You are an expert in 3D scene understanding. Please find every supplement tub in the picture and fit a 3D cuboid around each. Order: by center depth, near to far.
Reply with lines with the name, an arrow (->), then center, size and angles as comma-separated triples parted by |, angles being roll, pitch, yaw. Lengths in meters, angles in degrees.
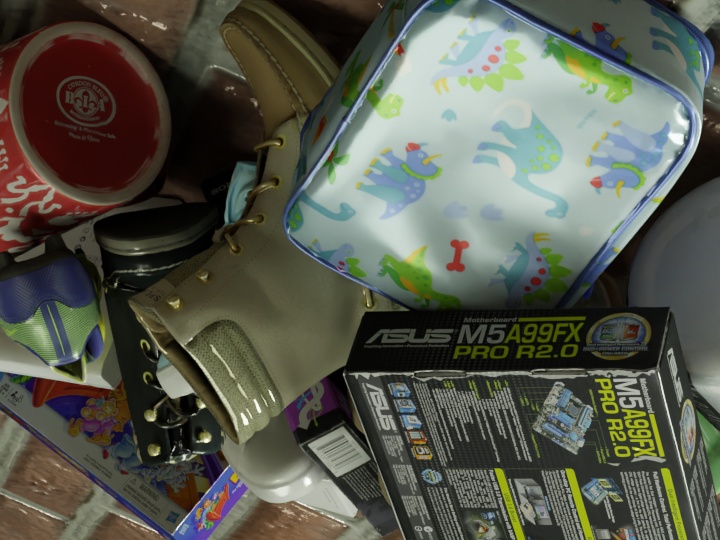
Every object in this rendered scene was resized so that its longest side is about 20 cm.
supplement tub -> 0.232, 0.043, 1.245 | 0.122, 0.123, 0.200 | 4, 156, 38

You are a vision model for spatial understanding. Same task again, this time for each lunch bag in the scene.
lunch bag -> 0.066, -0.061, 1.143 | 0.160, 0.083, 0.200 | 26, 132, -10

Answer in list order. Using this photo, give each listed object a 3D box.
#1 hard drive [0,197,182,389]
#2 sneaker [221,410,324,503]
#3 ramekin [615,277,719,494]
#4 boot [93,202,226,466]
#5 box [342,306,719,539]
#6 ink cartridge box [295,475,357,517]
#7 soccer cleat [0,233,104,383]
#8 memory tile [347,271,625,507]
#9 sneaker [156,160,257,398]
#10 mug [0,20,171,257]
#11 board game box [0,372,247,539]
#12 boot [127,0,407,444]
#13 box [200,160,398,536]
hard drive -> -0.218, 0.005, 1.578 | 0.199, 0.132, 0.027 | 7, 154, 33
sneaker -> -0.076, 0.056, 1.508 | 0.073, 0.200, 0.085 | -27, 138, 8
ramekin -> 0.117, 0.088, 1.366 | 0.200, 0.200, 0.098 | -10, 113, 53
boot -> -0.112, 0.039, 1.419 | 0.073, 0.154, 0.204 | -9, -178, -6
box -> 0.094, 0.104, 1.205 | 0.160, 0.044, 0.200 | -2, 133, 21
ink cartridge box -> -0.081, 0.084, 1.653 | 0.199, 0.115, 0.068 | 14, 157, 22
soccer cleat -> -0.181, 0.029, 1.408 | 0.064, 0.084, 0.200 | -18, 177, -4
memory tile -> 0.053, 0.027, 1.285 | 0.017, 0.154, 0.200 | 4, 142, -42
sneaker -> -0.053, -0.017, 1.333 | 0.082, 0.200, 0.074 | 46, -175, 2
mug -> -0.195, -0.080, 1.422 | 0.200, 0.177, 0.134 | -17, 100, 52
board game box -> -0.147, 0.081, 1.607 | 0.200, 0.135, 0.045 | 33, 166, 27
boot -> -0.057, -0.028, 1.242 | 0.200, 0.154, 0.072 | 59, 167, -3
box -> -0.029, 0.047, 1.442 | 0.036, 0.200, 0.143 | -28, 146, 6
